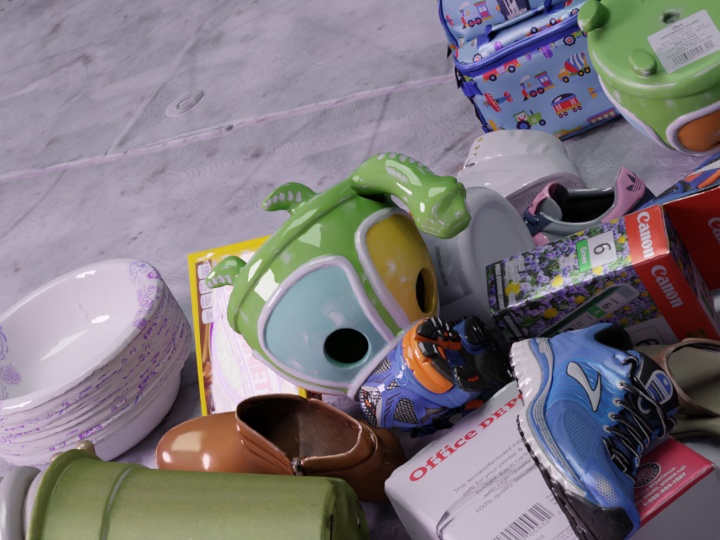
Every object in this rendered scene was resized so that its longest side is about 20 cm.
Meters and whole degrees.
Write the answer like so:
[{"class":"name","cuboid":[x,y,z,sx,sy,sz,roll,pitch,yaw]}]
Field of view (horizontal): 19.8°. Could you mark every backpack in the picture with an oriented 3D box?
[{"class":"backpack","cuboid":[0.151,-0.227,1.791,0.182,0.201,0.135,-17,30,22]}]

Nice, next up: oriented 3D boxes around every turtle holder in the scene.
[{"class":"turtle holder","cuboid":[0.000,0.005,1.446,0.185,0.141,0.132,-40,71,-2]},{"class":"turtle holder","cuboid":[0.245,-0.171,1.640,0.141,0.132,0.185,-46,44,-17]}]

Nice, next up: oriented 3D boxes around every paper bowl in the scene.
[{"class":"paper bowl","cuboid":[-0.233,0.089,1.748,0.200,0.105,0.201,-24,28,13]}]

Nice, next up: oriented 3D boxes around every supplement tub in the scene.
[{"class":"supplement tub","cuboid":[0.030,0.021,1.570,0.199,0.123,0.123,-21,28,32]}]

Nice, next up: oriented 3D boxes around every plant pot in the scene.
[{"class":"plant pot","cuboid":[-0.093,0.208,1.355,0.189,0.201,0.200,-7,33,15]}]

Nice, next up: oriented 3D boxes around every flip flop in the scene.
[{"class":"flip flop","cuboid":[0.229,0.076,1.364,0.081,0.058,0.200,-42,30,-21]}]

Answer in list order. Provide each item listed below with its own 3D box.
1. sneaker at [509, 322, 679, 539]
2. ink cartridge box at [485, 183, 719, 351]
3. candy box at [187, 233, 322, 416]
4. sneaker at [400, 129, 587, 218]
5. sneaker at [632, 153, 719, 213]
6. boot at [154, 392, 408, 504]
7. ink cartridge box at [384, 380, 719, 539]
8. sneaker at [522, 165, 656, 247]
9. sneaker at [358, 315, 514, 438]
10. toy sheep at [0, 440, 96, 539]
[{"class":"sneaker","cuboid":[0.144,0.087,1.228,0.089,0.079,0.200,-25,28,12]},{"class":"ink cartridge box","cuboid":[0.199,0.013,1.437,0.199,0.109,0.051,-20,46,19]},{"class":"candy box","cuboid":[-0.077,0.077,1.552,0.102,0.201,0.026,-12,-11,31]},{"class":"sneaker","cuboid":[0.086,-0.054,1.716,0.199,0.074,0.116,-17,27,4]},{"class":"sneaker","cuboid":[0.259,-0.043,1.521,0.199,0.076,0.078,-27,14,-7]},{"class":"boot","cuboid":[-0.067,0.118,1.433,0.199,0.155,0.074,0,74,14]},{"class":"ink cartridge box","cuboid":[0.127,0.156,1.302,0.144,0.085,0.200,-36,28,-12]},{"class":"sneaker","cuboid":[0.139,-0.029,1.601,0.199,0.082,0.070,-17,30,24]},{"class":"sneaker","cuboid":[0.056,0.078,1.427,0.078,0.200,0.076,-34,69,17]},{"class":"toy sheep","cuboid":[-0.245,0.206,1.535,0.199,0.138,0.138,-14,31,16]}]
